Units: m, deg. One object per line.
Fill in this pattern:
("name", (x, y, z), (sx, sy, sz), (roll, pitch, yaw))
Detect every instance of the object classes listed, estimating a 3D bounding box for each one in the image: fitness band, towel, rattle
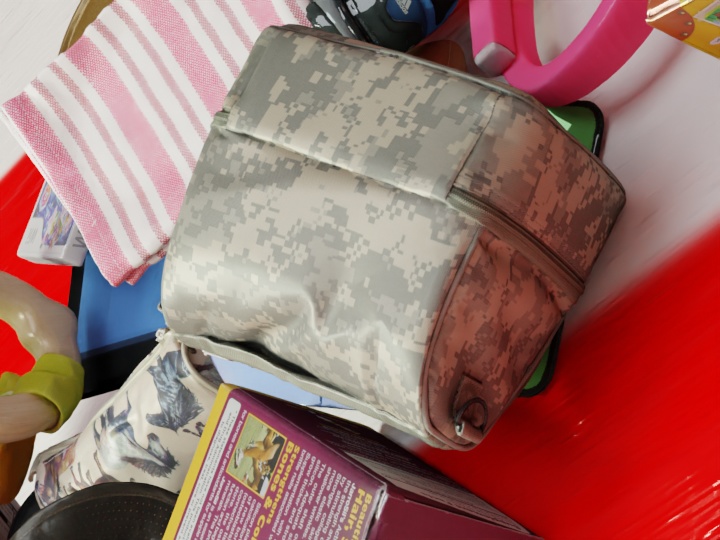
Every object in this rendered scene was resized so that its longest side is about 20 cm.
("fitness band", (0.114, -0.176, 1.355), (0.144, 0.037, 0.200), (-42, 33, 35))
("towel", (-0.110, -0.106, 1.503), (0.200, 0.030, 0.146), (-43, 64, 16))
("rattle", (-0.284, 0.062, 1.619), (0.143, 0.200, 0.130), (-38, 48, 56))

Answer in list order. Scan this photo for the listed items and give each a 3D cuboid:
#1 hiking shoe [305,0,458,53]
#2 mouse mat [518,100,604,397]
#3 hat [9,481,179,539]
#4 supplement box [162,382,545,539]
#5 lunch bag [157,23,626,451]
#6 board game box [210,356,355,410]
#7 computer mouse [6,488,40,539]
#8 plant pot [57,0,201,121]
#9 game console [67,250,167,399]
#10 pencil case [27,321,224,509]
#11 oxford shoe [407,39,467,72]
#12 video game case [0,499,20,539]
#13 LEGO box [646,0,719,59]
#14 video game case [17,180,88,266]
("hiking shoe", (0.030, -0.169, 1.461), (0.087, 0.074, 0.200), (-29, 21, 18))
("mouse mat", (0.029, -0.018, 1.370), (0.200, 0.008, 0.161), (5, 76, 35))
("hat", (-0.137, 0.227, 1.492), (0.200, 0.081, 0.201), (-3, 75, 11))
("supplement box", (-0.013, 0.152, 1.322), (0.200, 0.103, 0.131), (29, 98, 60))
("lunch bag", (0.007, -0.013, 1.291), (0.200, 0.139, 0.168), (21, 79, 34))
("board game box", (0.000, 0.000, 1.425), (0.200, 0.039, 0.158), (3, 82, 35))
("computer mouse", (-0.210, 0.202, 1.593), (0.046, 0.140, 0.200), (0, 66, 12))
("plant pot", (-0.134, -0.137, 1.590), (0.200, 0.027, 0.200), (-28, 51, 40))
("game console", (-0.139, -0.040, 1.623), (0.176, 0.116, 0.200), (81, -169, -63))
("pencil case", (-0.123, 0.095, 1.552), (0.200, 0.089, 0.078), (-43, 6, 40))
("oxford shoe", (-0.006, -0.071, 1.494), (0.200, 0.071, 0.071), (-28, 34, 39))
("video game case", (-0.270, 0.158, 1.628), (0.023, 0.200, 0.182), (-24, 31, 14))
("LEGO box", (0.224, -0.198, 1.168), (0.200, 0.077, 0.149), (-26, 52, 50))
("video game case", (-0.169, -0.099, 1.685), (0.200, 0.018, 0.143), (-70, 18, -6))
